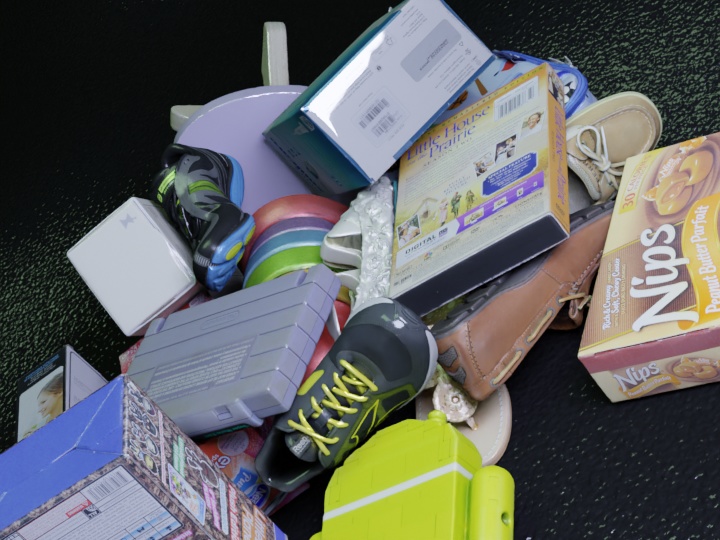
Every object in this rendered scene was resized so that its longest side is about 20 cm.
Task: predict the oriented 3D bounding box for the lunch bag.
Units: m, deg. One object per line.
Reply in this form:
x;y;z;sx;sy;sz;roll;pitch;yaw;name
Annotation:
0.110;-0.096;1.521;0.200;0.076;0.160;-48;34;-9;lunch bag

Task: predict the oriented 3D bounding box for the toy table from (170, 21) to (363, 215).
-0.074;-0.121;1.676;0.117;0.199;0.185;-110;33;-62;toy table

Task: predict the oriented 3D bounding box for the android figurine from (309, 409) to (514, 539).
0.028;0.185;1.271;0.182;0.041;0.201;-27;39;31;android figurine

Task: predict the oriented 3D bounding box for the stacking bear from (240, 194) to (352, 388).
-0.039;0.040;1.485;0.121;0.114;0.200;-29;38;14;stacking bear

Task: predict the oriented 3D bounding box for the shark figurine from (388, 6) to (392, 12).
-0.048;-0.160;1.766;0.214;0.090;0.129;-25;36;29;shark figurine

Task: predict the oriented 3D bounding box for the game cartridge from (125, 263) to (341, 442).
-0.109;0.073;1.391;0.199;0.038;0.130;-18;42;41;game cartridge

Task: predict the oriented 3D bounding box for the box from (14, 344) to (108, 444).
-0.228;0.168;1.520;0.060;0.117;0.200;-34;33;15;box

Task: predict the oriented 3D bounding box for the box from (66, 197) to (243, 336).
-0.173;-0.002;1.598;0.078;0.095;0.200;-38;-7;6;box

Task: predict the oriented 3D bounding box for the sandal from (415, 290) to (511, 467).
0.058;0.062;1.379;0.077;0.070;0.212;-30;33;17;sandal

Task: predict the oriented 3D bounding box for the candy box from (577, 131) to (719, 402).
0.231;-0.008;1.291;0.115;0.055;0.201;-16;40;35;candy box

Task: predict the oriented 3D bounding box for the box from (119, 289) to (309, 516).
-0.121;0.119;1.480;0.100;0.096;0.200;-36;31;8;box

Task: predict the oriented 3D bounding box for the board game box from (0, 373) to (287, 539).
-0.169;0.203;1.325;0.159;0.200;0.097;-32;31;13;board game box

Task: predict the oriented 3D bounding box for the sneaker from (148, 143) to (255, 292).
-0.137;-0.047;1.524;0.071;0.082;0.200;-60;22;22;sneaker

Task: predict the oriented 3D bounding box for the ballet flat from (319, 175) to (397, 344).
0.000;0.000;1.423;0.072;0.072;0.201;-26;43;24;ballet flat

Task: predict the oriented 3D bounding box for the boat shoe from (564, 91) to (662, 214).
0.152;-0.060;1.411;0.200;0.073;0.063;-35;17;3;boat shoe

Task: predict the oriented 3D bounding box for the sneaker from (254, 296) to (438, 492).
-0.011;0.099;1.320;0.085;0.074;0.200;-49;-5;-45;sneaker

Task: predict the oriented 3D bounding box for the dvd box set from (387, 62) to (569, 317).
0.090;-0.062;1.388;0.146;0.029;0.200;-29;31;24;dvd box set

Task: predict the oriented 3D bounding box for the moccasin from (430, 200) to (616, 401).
0.138;0.019;1.345;0.201;0.078;0.074;-42;11;-33;moccasin

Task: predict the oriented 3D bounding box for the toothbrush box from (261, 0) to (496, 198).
0.010;-0.142;1.510;0.146;0.085;0.200;-46;9;-10;toothbrush box
